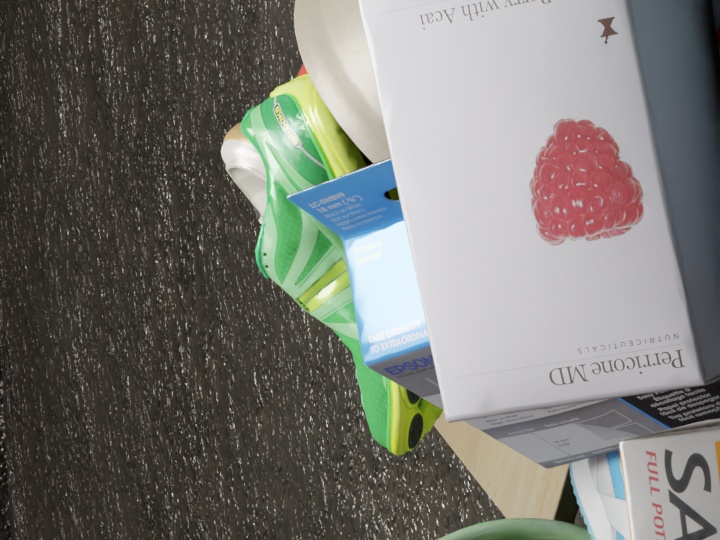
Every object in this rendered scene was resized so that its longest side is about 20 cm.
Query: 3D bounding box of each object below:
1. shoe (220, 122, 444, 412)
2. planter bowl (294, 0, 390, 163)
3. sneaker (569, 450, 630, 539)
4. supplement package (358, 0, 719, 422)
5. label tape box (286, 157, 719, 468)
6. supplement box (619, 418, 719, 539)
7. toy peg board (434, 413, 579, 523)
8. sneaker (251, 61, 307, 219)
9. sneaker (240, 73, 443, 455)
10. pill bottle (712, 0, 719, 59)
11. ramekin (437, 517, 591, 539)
[{"bbox_3d":[0.000,0.000,1.573,0.200,0.053,0.070,41,158,-3],"label":"shoe"},{"bbox_3d":[0.087,-0.125,1.490,0.135,0.200,0.200,-47,45,32],"label":"planter bowl"},{"bbox_3d":[0.164,0.133,1.484,0.200,0.076,0.081,64,146,38],"label":"sneaker"},{"bbox_3d":[0.090,-0.051,1.243,0.120,0.121,0.200,-21,-81,-63],"label":"supplement package"},{"bbox_3d":[0.077,0.018,1.431,0.144,0.200,0.063,-19,51,43],"label":"label tape box"},{"bbox_3d":[0.171,0.125,1.293,0.200,0.073,0.126,4,-101,-73],"label":"supplement box"},{"bbox_3d":[0.101,0.011,1.650,0.199,0.098,0.200,51,146,34],"label":"toy peg board"},{"bbox_3d":[0.001,-0.051,1.619,0.108,0.067,0.201,59,147,28],"label":"sneaker"},{"bbox_3d":[-0.005,-0.004,1.522,0.083,0.074,0.200,-9,104,34],"label":"sneaker"},{"bbox_3d":[0.209,-0.033,1.210,0.112,0.112,0.200,160,103,-73],"label":"pill bottle"},{"bbox_3d":[0.083,0.238,1.588,0.098,0.200,0.200,115,145,-72],"label":"ramekin"}]
